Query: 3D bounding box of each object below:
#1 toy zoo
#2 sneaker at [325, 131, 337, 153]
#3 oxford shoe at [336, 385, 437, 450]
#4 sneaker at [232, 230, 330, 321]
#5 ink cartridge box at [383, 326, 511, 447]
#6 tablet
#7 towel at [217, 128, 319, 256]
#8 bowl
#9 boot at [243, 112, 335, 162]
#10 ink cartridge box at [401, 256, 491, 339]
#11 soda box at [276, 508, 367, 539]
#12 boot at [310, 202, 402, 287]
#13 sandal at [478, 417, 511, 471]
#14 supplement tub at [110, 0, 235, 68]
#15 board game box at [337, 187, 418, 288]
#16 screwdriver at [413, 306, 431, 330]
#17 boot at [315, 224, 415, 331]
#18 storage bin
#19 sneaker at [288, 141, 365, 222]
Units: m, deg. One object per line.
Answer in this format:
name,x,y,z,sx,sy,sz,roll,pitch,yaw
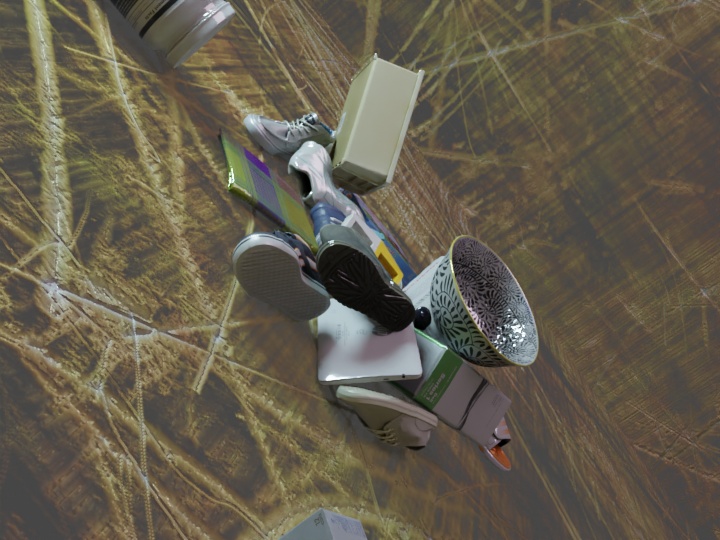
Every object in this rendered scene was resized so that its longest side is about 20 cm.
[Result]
toy zoo,0.000,0.000,1.327,0.132,0.020,0.201,51,38,-14
sneaker,-0.061,-0.242,1.682,0.200,0.080,0.071,27,32,-58
oxford shoe,0.035,0.187,1.098,0.074,0.059,0.199,15,-12,37
sneaker,-0.103,-0.008,1.062,0.080,0.077,0.200,68,8,29
ink cartridge box,0.101,0.152,1.229,0.145,0.085,0.200,28,-9,46
tablet,0.008,0.085,1.138,0.201,0.127,0.014,-96,-178,-62
towel,-0.136,-0.111,1.293,0.200,0.023,0.145,39,22,-43
bowl,0.157,0.062,1.236,0.200,0.094,0.203,35,37,-31
boot,-0.116,-0.243,1.502,0.074,0.095,0.199,58,15,19
ink cartridge box,0.137,0.054,1.401,0.086,0.147,0.200,52,-11,-10
soda box,-0.007,0.299,0.695,0.063,0.068,0.202,36,23,-49
boot,-0.004,-0.034,1.430,0.200,0.072,0.091,40,26,-41
sandal,0.210,0.247,1.510,0.208,0.059,0.079,58,15,13
supplement tub,-0.287,-0.408,1.244,0.201,0.140,0.141,50,15,-14
board game box,0.027,-0.068,1.630,0.151,0.036,0.200,47,7,-27
screwdriver,0.088,0.082,1.252,0.029,0.028,0.200,43,-8,15
boot,-0.015,-0.017,1.171,0.182,0.072,0.201,45,11,-35
storage bin,0.015,-0.250,1.548,0.092,0.204,0.198,18,-6,-13
sneaker,-0.061,-0.112,1.472,0.202,0.070,0.080,58,41,-13
